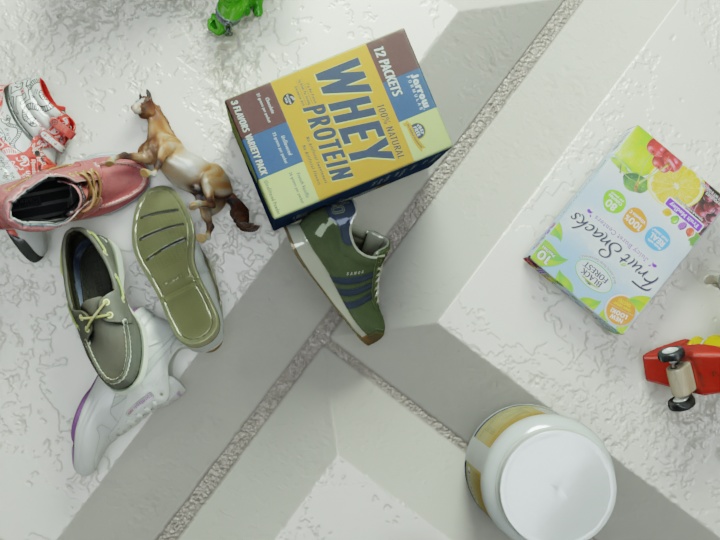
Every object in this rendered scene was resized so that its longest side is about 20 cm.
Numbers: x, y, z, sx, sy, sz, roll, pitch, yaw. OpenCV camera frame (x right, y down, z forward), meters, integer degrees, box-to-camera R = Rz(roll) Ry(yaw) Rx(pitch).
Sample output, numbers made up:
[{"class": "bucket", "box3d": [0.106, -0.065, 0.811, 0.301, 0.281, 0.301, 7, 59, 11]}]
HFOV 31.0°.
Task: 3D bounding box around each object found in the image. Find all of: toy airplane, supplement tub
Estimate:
[{"class": "toy airplane", "box3d": [0.447, 0.095, 1.469, 0.199, 0.141, 0.200, 36, 120, 10]}, {"class": "supplement tub", "box3d": [0.196, 0.225, 1.421, 0.144, 0.200, 0.145, 0, 89, -3]}]

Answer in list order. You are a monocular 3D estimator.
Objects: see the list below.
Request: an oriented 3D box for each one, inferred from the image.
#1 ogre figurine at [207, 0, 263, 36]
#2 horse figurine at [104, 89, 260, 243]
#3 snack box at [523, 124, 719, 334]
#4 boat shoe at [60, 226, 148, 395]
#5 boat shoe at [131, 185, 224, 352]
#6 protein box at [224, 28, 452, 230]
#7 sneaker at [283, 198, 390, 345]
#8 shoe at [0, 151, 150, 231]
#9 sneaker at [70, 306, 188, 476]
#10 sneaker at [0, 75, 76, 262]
[{"class": "ogre figurine", "box3d": [-0.103, -0.354, 1.454, 0.200, 0.120, 0.098, -32, 91, -3]}, {"class": "horse figurine", "box3d": [-0.196, -0.106, 1.457, 0.200, 0.133, 0.050, 38, 118, -7]}, {"class": "snack box", "box3d": [0.307, -0.046, 1.506, 0.142, 0.053, 0.200, 40, 87, -1]}, {"class": "boat shoe", "box3d": [-0.285, 0.042, 1.422, 0.072, 0.060, 0.202, -27, 60, 12]}, {"class": "boat shoe", "box3d": [-0.205, 0.002, 1.467, 0.075, 0.068, 0.200, -19, 70, 1]}, {"class": "protein box", "box3d": [-0.027, -0.146, 1.415, 0.200, 0.199, 0.135, -23, 90, -4]}, {"class": "sneaker", "box3d": [0.000, 0.000, 1.432, 0.090, 0.067, 0.200, -32, 131, 5]}, {"class": "shoe", "box3d": [-0.307, -0.083, 1.415, 0.200, 0.091, 0.072, -16, 105, -32]}, {"class": "sneaker", "box3d": [-0.257, 0.145, 1.458, 0.100, 0.075, 0.200, 26, 88, -1]}, {"class": "sneaker", "box3d": [-0.364, -0.118, 1.460, 0.108, 0.067, 0.202, -22, 88, -1]}]
